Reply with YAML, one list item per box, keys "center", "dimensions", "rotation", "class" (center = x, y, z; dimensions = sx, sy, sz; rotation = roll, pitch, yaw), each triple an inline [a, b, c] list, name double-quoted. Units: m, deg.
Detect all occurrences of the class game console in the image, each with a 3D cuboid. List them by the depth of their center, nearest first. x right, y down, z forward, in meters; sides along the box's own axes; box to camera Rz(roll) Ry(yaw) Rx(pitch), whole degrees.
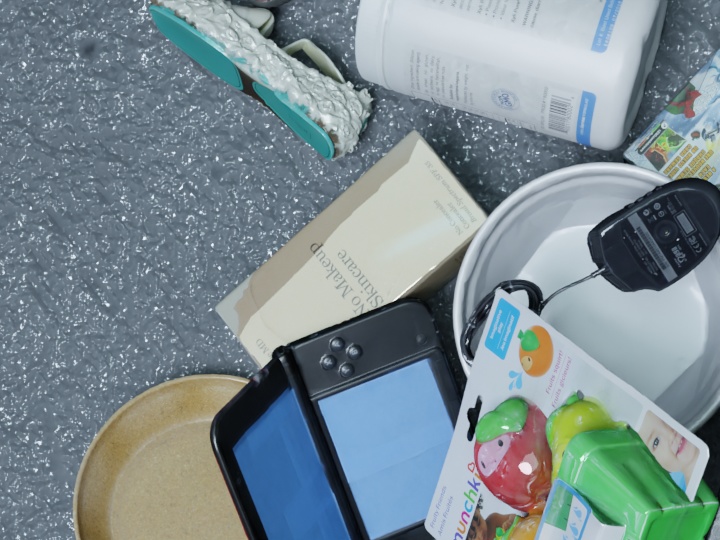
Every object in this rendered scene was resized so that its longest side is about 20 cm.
- center: [0.007, 0.146, 0.906]
  dimensions: [0.171, 0.119, 0.202]
  rotation: [-21, 104, -3]
  class: "game console"

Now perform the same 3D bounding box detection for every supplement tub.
- center: [0.109, -0.173, 0.953]
  dimensions: [0.198, 0.132, 0.133]
  rotation: [19, 89, 14]
  class: "supplement tub"

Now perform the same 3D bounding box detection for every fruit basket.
- center: [0.112, 0.137, 0.815]
  dimensions: [0.200, 0.093, 0.187]
  rotation: [37, 119, 43]
  class: "fruit basket"

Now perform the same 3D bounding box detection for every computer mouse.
- center: [0.150, 0.003, 0.873]
  dimensions: [0.199, 0.034, 0.059]
  rotation: [-31, 98, 14]
  class: "computer mouse"

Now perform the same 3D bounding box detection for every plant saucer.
- center: [-0.112, 0.176, 0.987]
  dimensions: [0.197, 0.036, 0.202]
  rotation: [3, 62, -5]
  class: "plant saucer"

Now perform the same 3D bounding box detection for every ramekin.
- center: [0.170, 0.032, 0.931]
  dimensions: [0.197, 0.105, 0.203]
  rotation: [-1, 85, 14]
  class: "ramekin"

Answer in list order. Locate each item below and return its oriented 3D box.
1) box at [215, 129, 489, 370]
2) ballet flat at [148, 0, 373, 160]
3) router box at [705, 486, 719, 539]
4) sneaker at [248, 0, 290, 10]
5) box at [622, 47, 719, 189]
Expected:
- center: [0.000, 0.000, 0.989]
  dimensions: [0.200, 0.078, 0.095]
  rotation: [-42, 77, 6]
  class: "box"
- center: [-0.072, -0.163, 1.035]
  dimensions: [0.199, 0.072, 0.072]
  rotation: [38, 94, 9]
  class: "ballet flat"
- center: [0.290, 0.114, 0.766]
  dimensions: [0.148, 0.062, 0.202]
  rotation: [16, 89, 17]
  class: "router box"
- center: [-0.050, -0.302, 1.022]
  dimensions: [0.070, 0.098, 0.202]
  rotation: [24, 92, 13]
  class: "sneaker"
- center: [0.304, -0.108, 0.946]
  dimensions: [0.137, 0.040, 0.200]
  rotation: [44, 95, 15]
  class: "box"
